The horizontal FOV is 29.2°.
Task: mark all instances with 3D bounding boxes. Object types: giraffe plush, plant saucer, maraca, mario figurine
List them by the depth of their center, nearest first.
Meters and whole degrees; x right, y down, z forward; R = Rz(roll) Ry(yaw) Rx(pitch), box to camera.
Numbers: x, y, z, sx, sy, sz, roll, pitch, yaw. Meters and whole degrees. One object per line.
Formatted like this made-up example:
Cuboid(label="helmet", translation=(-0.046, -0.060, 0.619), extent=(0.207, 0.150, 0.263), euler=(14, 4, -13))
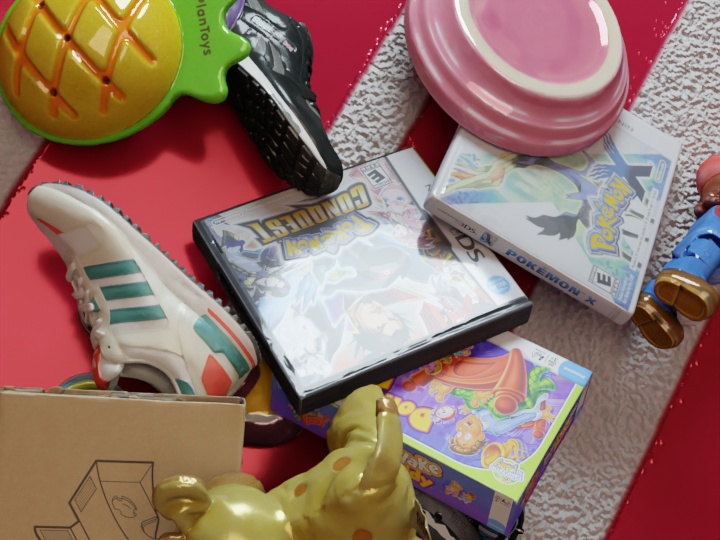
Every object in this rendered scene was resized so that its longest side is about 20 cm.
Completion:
Cuboid(label="giraffe plush", translation=(-0.043, 0.170, 0.862), extent=(0.160, 0.200, 0.175), euler=(-12, 82, -4))
Cuboid(label="maraca", translation=(-0.180, -0.167, 1.032), extent=(0.198, 0.107, 0.139), euler=(-11, 88, 9))
Cuboid(label="mario figurine", translation=(0.303, -0.016, 1.109), extent=(0.200, 0.123, 0.107), euler=(-48, 121, -33))
Cuboid(label="plant saucer", translation=(0.134, -0.189, 1.111), extent=(0.198, 0.051, 0.203), euler=(10, 60, -18))

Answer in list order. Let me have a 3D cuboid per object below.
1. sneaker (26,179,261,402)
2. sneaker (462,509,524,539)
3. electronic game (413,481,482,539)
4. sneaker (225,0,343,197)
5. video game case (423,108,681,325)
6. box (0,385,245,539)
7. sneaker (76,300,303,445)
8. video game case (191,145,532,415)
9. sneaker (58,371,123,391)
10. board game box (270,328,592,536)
Cuboid(label="sneaker", translation=(-0.166, 0.026, 0.940), extent=(0.199, 0.070, 0.094), euler=(41, 72, 1))
Cuboid(label="sneaker", translation=(0.082, 0.204, 1.039), extent=(0.077, 0.090, 0.203), euler=(8, 78, -12))
Cuboid(label="electronic game", translation=(0.006, 0.243, 0.971), extent=(0.197, 0.042, 0.203), euler=(3, 76, -11))
Cuboid(label="sneaker", translation=(-0.060, -0.153, 1.072), extent=(0.087, 0.076, 0.201), euler=(-31, 75, -24))
Cuboid(label="video game case", translation=(0.159, -0.077, 1.104), extent=(0.181, 0.022, 0.201), euler=(30, 52, -5))
Cuboid(label="box", translation=(-0.162, 0.179, 0.915), extent=(0.161, 0.021, 0.203), euler=(4, 98, -12))
Cuboid(label="sneaker", translation=(-0.124, 0.066, 1.022), extent=(0.199, 0.090, 0.075), euler=(30, 75, -5))
Cuboid(label="video game case", translation=(0.000, 0.000, 1.038), extent=(0.198, 0.026, 0.181), euler=(-20, 56, -23))
Cuboid(label="sneaker", translation=(-0.218, 0.162, 0.964), extent=(0.079, 0.131, 0.202), euler=(18, 77, -9))
Cuboid(label="board game box", translation=(0.052, 0.089, 1.017), extent=(0.198, 0.045, 0.135), euler=(25, 50, 16))
